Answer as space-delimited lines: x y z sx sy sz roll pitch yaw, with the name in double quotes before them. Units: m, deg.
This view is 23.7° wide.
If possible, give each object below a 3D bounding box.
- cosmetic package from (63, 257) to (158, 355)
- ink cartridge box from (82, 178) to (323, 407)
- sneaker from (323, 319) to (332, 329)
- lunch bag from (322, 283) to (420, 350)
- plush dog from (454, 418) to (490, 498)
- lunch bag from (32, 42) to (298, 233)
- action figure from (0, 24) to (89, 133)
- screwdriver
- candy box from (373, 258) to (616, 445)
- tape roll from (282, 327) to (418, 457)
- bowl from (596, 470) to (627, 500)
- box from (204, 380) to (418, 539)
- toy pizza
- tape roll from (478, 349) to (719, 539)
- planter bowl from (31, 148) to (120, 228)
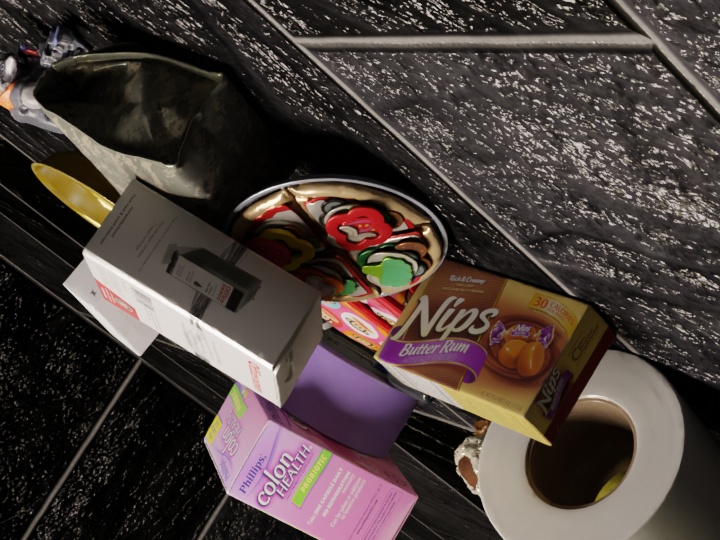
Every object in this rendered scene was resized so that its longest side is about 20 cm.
"cosmetic package" -0.205 -0.024 1.778 0.052 0.200 0.151 35 169 20
"ink cartridge box" -0.134 0.023 1.519 0.199 0.083 0.147 31 165 8
"sneaker" -0.086 -0.004 1.897 0.200 0.076 0.081 33 140 50
"lunch bag" 0.000 0.000 1.660 0.199 0.082 0.176 37 162 -16
"plush dog" 0.210 0.225 1.920 0.200 0.160 0.172 51 -177 -8
"lunch bag" -0.183 -0.120 1.550 0.199 0.118 0.164 18 162 31
"action figure" -0.281 -0.165 1.672 0.192 0.105 0.200 23 171 -3
"screwdriver" 0.007 0.101 1.926 0.199 0.029 0.028 24 167 35
"candy box" 0.117 0.067 1.522 0.199 0.117 0.056 20 163 47
"tape roll" -0.033 0.127 1.982 0.199 0.085 0.200 31 -174 -4
"bowl" 0.319 0.259 1.767 0.199 0.108 0.200 31 168 7
"box" -0.059 0.222 1.936 0.199 0.097 0.176 28 -174 -18
"toy pizza" -0.022 -0.018 1.508 0.198 0.032 0.201 1 148 1
"tape roll" 0.223 0.191 1.534 0.202 0.204 0.139 21 164 43
"planter bowl" -0.267 -0.094 1.942 0.200 0.084 0.201 32 168 8
